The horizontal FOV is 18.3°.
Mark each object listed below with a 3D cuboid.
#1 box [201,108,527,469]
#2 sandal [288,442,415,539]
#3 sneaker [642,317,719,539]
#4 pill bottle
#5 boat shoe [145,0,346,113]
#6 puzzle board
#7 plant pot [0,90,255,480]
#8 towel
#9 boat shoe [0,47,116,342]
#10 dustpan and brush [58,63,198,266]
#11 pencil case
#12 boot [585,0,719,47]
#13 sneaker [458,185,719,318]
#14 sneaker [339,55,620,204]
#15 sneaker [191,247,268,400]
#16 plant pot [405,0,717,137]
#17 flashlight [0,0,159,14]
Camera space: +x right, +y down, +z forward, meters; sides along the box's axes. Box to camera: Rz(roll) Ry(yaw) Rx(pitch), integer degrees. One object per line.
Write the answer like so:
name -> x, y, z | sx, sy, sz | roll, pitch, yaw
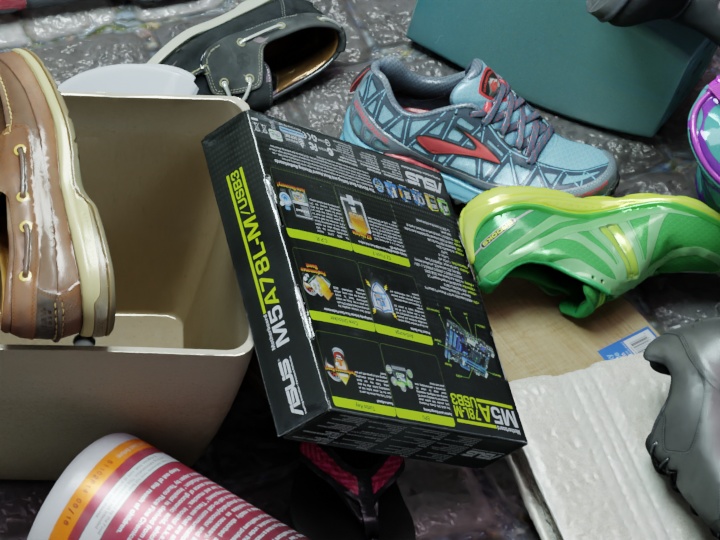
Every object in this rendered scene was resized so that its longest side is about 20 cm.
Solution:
box -> 0.004, 0.015, 1.326 | 0.199, 0.047, 0.194 | 14, 55, -51
sandal -> -0.007, 0.113, 1.367 | 0.074, 0.045, 0.201 | 6, 35, -10
sneaker -> 0.221, 0.123, 1.356 | 0.090, 0.076, 0.201 | -12, 65, 14
pill bottle -> -0.085, 0.186, 1.277 | 0.199, 0.113, 0.113 | 28, 51, 17
boat shoe -> -0.094, -0.136, 1.586 | 0.067, 0.072, 0.200 | 35, 51, 27
puzzle board -> 0.125, 0.059, 1.482 | 0.150, 0.017, 0.200 | -24, 57, -27
plant pot -> -0.169, 0.025, 1.364 | 0.198, 0.178, 0.201 | 1, 49, -6
towel -> 0.172, 0.144, 1.388 | 0.132, 0.035, 0.201 | -10, 59, -21
boat shoe -> -0.191, -0.046, 1.257 | 0.067, 0.072, 0.201 | -9, 54, -17
dustpan and brush -> -0.198, -0.092, 1.529 | 0.199, 0.057, 0.140 | 24, 93, 27
pencil case -> 0.264, -0.076, 1.500 | 0.084, 0.200, 0.093 | -17, 79, 7
boot -> 0.254, -0.158, 1.508 | 0.199, 0.066, 0.165 | 36, 29, -5
sneaker -> 0.162, -0.008, 1.501 | 0.198, 0.074, 0.084 | 2, 72, -12
sneaker -> 0.085, -0.095, 1.550 | 0.198, 0.096, 0.080 | 12, 35, 3
sneaker -> -0.052, 0.022, 1.420 | 0.070, 0.076, 0.200 | -17, 37, -31
plant pot -> 0.164, -0.200, 1.640 | 0.199, 0.142, 0.141 | 35, 53, 11
flashlight -> -0.221, -0.229, 1.656 | 0.199, 0.068, 0.068 | -12, 49, -16
